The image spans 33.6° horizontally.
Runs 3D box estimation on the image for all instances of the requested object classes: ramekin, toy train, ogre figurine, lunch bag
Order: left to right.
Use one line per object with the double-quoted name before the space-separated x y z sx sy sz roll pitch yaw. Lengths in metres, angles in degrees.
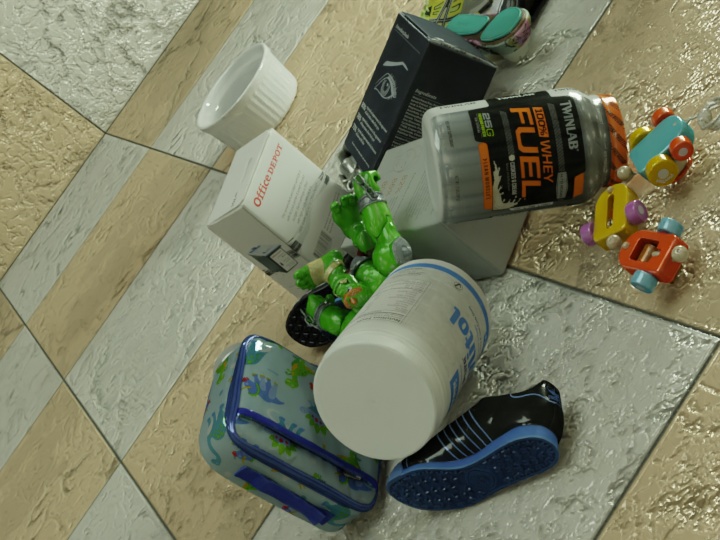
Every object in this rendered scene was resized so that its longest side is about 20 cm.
"ramekin" -0.209 -0.320 2.246 0.200 0.097 0.201 -40 29 27
"lunch bag" -0.068 0.175 1.263 0.082 0.199 0.162 -42 25 36
"ogre figurine" 0.000 0.000 1.340 0.201 0.098 0.120 -54 51 13
"toy train" 0.292 -0.065 1.133 0.150 0.055 0.201 5 65 60

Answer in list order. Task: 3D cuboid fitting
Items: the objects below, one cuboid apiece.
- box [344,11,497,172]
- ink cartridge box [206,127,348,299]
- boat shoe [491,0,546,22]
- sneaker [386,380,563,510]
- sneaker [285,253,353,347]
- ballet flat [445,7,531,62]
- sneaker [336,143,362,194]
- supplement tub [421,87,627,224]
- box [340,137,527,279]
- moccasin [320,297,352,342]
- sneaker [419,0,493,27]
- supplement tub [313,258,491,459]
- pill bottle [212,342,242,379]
"box" 0.074 -0.215 1.558 0.201 0.103 0.148 -65 23 19
"ink cartridge box" -0.092 -0.069 1.611 0.086 0.200 0.147 -26 36 43
"boat shoe" 0.250 -0.417 1.631 0.201 0.070 0.066 -57 33 -8
"sneaker" 0.111 0.167 1.133 0.199 0.070 0.078 -25 31 35
"sneaker" -0.013 0.022 1.546 0.200 0.072 0.083 -43 3 18
"ballet flat" 0.184 -0.311 1.602 0.069 0.071 0.200 -50 24 -10
"sneaker" 0.009 -0.109 1.621 0.075 0.087 0.200 -52 25 14
"supplement tub" 0.169 -0.122 1.239 0.198 0.124 0.123 -9 32 -2
"box" 0.095 -0.072 1.407 0.199 0.106 0.153 -11 47 55
"moccasin" 0.011 0.069 1.405 0.199 0.080 0.069 -15 48 54
"sneaker" 0.118 -0.389 1.807 0.200 0.076 0.076 -44 28 20
"supplement tub" 0.047 0.084 1.195 0.132 0.132 0.200 -35 8 32
"pill bottle" -0.119 0.155 1.477 0.112 0.111 0.200 -54 26 -3
